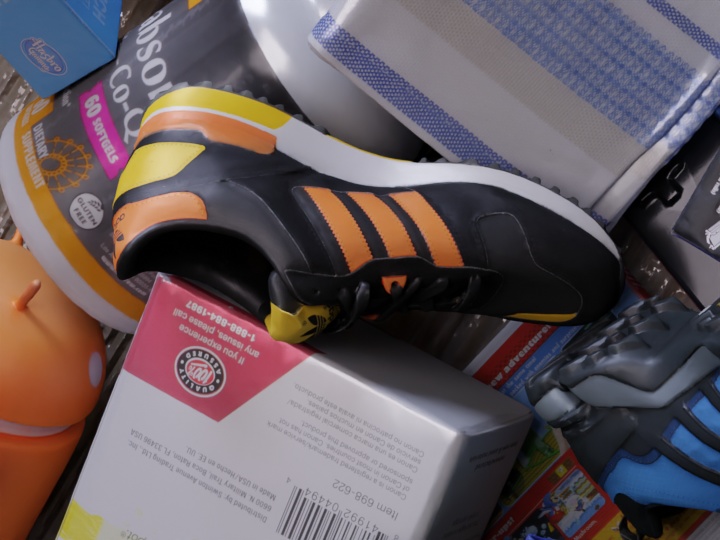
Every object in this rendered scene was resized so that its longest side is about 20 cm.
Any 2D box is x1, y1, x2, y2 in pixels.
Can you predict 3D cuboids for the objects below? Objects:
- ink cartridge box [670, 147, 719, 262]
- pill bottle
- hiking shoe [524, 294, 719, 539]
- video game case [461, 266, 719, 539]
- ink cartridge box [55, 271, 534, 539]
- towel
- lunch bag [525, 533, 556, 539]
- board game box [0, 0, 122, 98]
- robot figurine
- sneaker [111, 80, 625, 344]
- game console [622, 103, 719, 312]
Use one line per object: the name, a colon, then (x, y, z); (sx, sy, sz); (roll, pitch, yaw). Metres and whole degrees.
ink cartridge box: (0.209, -0.075, 1.062); (0.094, 0.044, 0.200); (34, 100, 22)
pill bottle: (-0.045, -0.068, 1.189); (0.200, 0.116, 0.116); (-34, 66, 21)
hiking shoe: (0.152, 0.045, 1.037); (0.200, 0.074, 0.087); (-19, 106, 53)
video game case: (0.106, 0.106, 1.127); (0.143, 0.017, 0.200); (-47, 62, 15)
ink cartridge box: (-0.041, 0.117, 1.142); (0.145, 0.083, 0.200); (28, 104, 19)
towel: (0.092, -0.118, 1.094); (0.147, 0.024, 0.200); (37, 105, -14)
lunch bag: (0.137, 0.202, 0.993); (0.127, 0.200, 0.170); (21, 92, 58)
board game box: (-0.157, -0.190, 1.207); (0.040, 0.153, 0.200); (-27, 36, 22)
robot figurine: (-0.183, 0.069, 1.233); (0.117, 0.144, 0.200); (38, 112, 23)
sneaker: (0.000, 0.000, 1.093); (0.200, 0.070, 0.090); (18, 54, 0)
game console: (0.171, -0.095, 1.119); (0.200, 0.031, 0.177); (-44, 62, 17)
